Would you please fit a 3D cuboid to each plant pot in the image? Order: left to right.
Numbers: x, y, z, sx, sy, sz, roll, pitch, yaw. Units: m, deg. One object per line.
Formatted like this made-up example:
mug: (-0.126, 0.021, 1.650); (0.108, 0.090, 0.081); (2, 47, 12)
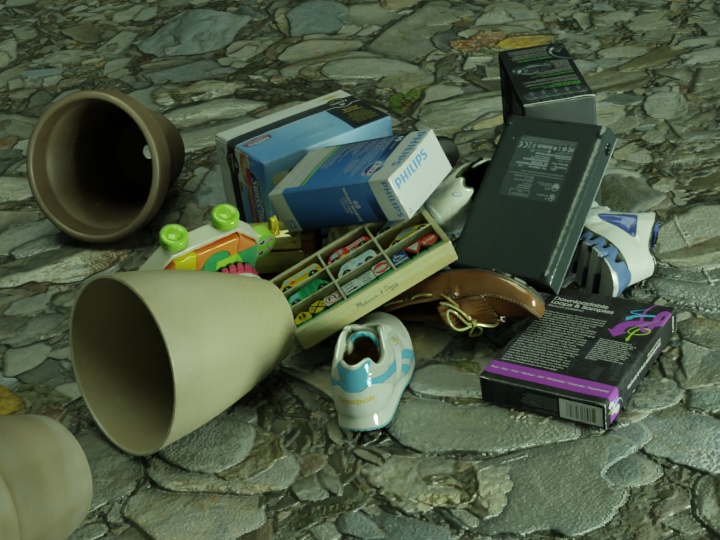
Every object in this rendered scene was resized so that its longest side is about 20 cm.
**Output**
plant pot: (-0.344, 0.212, 1.345); (0.198, 0.202, 0.173); (10, 16, 30)
plant pot: (-0.323, -0.148, 1.999); (0.198, 0.203, 0.174); (3, 11, 18)
plant pot: (-0.172, 0.077, 1.558); (0.199, 0.189, 0.186); (-15, 26, -42)

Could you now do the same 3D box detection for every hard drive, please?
hard drive: (0.195, -0.078, 1.688); (0.139, 0.033, 0.202); (12, 71, 37)

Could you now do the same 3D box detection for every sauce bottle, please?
sauce bottle: (-0.147, -0.027, 1.828); (0.198, 0.067, 0.066); (-1, 29, 7)

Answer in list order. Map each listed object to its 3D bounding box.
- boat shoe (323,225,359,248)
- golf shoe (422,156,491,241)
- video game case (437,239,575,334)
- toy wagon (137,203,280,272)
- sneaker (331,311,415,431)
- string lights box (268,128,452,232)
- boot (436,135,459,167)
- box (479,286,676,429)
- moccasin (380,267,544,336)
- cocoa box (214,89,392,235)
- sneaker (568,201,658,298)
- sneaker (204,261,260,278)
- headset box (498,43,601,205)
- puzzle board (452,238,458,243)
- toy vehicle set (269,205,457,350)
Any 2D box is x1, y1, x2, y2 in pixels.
boat shoe: (-0.019, -0.017, 1.771); (0.065, 0.072, 0.200); (-30, 39, 0)
golf shoe: (0.146, -0.102, 1.799); (0.078, 0.097, 0.200); (46, 37, 3)
video game case: (0.166, -0.003, 1.739); (0.142, 0.019, 0.199); (27, 42, 35)
toy wagon: (-0.170, -0.009, 1.714); (0.199, 0.156, 0.040); (-24, 58, -28)
sneaker: (0.014, 0.087, 1.564); (0.076, 0.082, 0.200); (-4, 24, 9)
string lights box: (-0.003, -0.104, 1.737); (0.199, 0.059, 0.103); (-4, 35, 44)
boot: (0.079, -0.092, 1.875); (0.199, 0.070, 0.131); (-32, 43, -26)
box: (0.233, 0.087, 1.560); (0.142, 0.036, 0.200); (11, 35, 31)
moccasin: (0.108, 0.037, 1.621); (0.200, 0.074, 0.078); (6, 68, 30)
cocoa box: (-0.066, -0.131, 1.926); (0.199, 0.135, 0.131); (-23, 32, -26)
sneaker: (0.280, -0.043, 1.721); (0.114, 0.081, 0.200); (-14, 44, -25)
sneaker: (-0.187, 0.061, 1.672); (0.199, 0.081, 0.075); (-28, 60, -21)
headset box: (0.240, -0.169, 1.876); (0.092, 0.176, 0.200); (-8, 28, -1)
puzzle board: (0.094, -0.035, 1.835); (0.198, 0.018, 0.151); (-20, 31, -21)
toy vehicle set: (0.000, 0.000, 1.659); (0.199, 0.027, 0.124); (-31, 33, -4)
